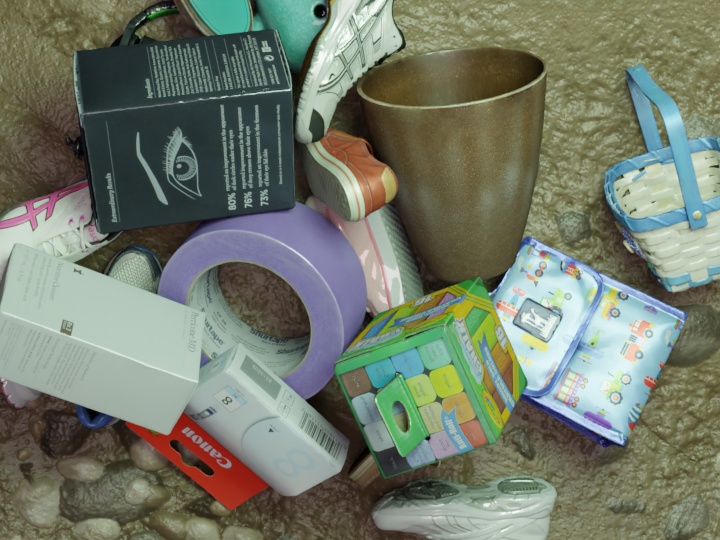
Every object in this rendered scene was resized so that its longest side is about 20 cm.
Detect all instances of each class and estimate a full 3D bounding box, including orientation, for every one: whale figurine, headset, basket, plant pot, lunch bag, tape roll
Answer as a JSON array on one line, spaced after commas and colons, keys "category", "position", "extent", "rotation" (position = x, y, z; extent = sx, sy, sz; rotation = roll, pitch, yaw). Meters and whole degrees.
[{"category": "whale figurine", "position": [-0.062, -0.282, 1.435], "extent": [0.159, 0.104, 0.200], "rotation": [-41, 96, 6]}, {"category": "headset", "position": [-0.215, -0.184, 1.480], "extent": [0.200, 0.094, 0.124], "rotation": [-41, 94, -9]}, {"category": "basket", "position": [0.310, -0.092, 1.435], "extent": [0.138, 0.177, 0.201], "rotation": [-14, 111, 6]}, {"category": "plant pot", "position": [0.100, -0.099, 1.445], "extent": [0.185, 0.187, 0.202], "rotation": [-7, 114, 1]}, {"category": "lunch bag", "position": [0.208, 0.069, 1.497], "extent": [0.199, 0.094, 0.151], "rotation": [28, 82, 1]}, {"category": "tape roll", "position": [-0.098, 0.032, 1.460], "extent": [0.198, 0.085, 0.202], "rotation": [8, 119, 15]}]

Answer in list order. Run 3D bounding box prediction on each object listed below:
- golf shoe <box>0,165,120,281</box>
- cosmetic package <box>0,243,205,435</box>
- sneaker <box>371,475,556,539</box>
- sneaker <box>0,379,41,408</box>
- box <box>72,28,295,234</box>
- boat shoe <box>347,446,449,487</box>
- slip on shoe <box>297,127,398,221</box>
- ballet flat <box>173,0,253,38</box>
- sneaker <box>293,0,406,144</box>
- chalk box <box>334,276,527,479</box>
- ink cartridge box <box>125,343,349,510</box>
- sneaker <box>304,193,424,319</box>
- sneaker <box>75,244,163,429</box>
[{"category": "golf shoe", "position": [-0.294, -0.044, 1.440], "extent": [0.200, 0.092, 0.073], "rotation": [-39, 120, -22]}, {"category": "cosmetic package", "position": [-0.254, 0.066, 1.384], "extent": [0.199, 0.113, 0.081], "rotation": [19, 124, -17]}, {"category": "sneaker", "position": [0.110, 0.277, 1.547], "extent": [0.198, 0.078, 0.100], "rotation": [-1, 103, 1]}, {"category": "sneaker", "position": [-0.347, 0.037, 1.505], "extent": [0.087, 0.081, 0.202], "rotation": [-16, 106, -2]}, {"category": "box", "position": [-0.166, -0.133, 1.382], "extent": [0.198, 0.105, 0.149], "rotation": [-7, 133, -9]}, {"category": "boat shoe", "position": [0.077, 0.171, 1.528], "extent": [0.200, 0.074, 0.067], "rotation": [-38, 93, 6]}, {"category": "slip on shoe", "position": [-0.018, -0.105, 1.427], "extent": [0.061, 0.200, 0.075], "rotation": [-19, 118, -14]}, {"category": "ballet flat", "position": [-0.168, -0.293, 1.437], "extent": [0.068, 0.067, 0.201], "rotation": [-23, 77, -24]}, {"category": "sneaker", "position": [-0.003, -0.207, 1.362], "extent": [0.087, 0.076, 0.201], "rotation": [17, 103, -12]}, {"category": "chalk box", "position": [0.064, 0.107, 1.372], "extent": [0.123, 0.200, 0.126], "rotation": [-21, 100, 21]}, {"category": "ink cartridge box", "position": [-0.133, 0.177, 1.481], "extent": [0.160, 0.047, 0.200], "rotation": [42, 128, -18]}, {"category": "sneaker", "position": [0.000, 0.000, 1.504], "extent": [0.104, 0.075, 0.202], "rotation": [-11, 110, 19]}, {"category": "sneaker", "position": [-0.249, 0.075, 1.504], "extent": [0.076, 0.085, 0.202], "rotation": [14, 99, -3]}]
